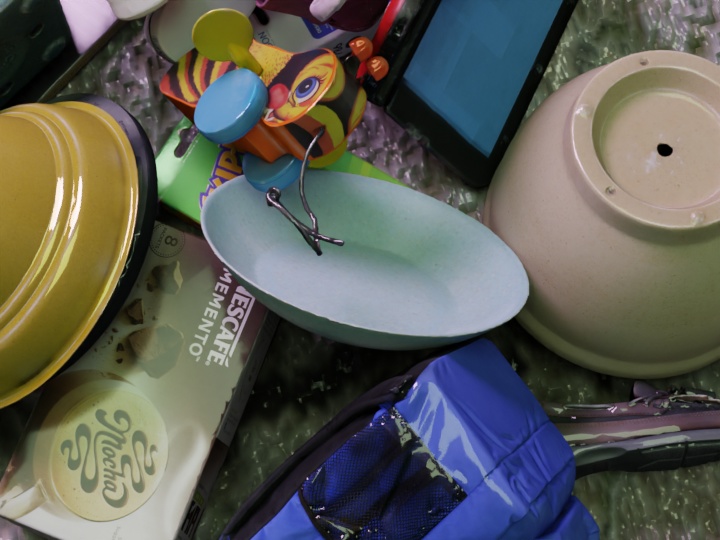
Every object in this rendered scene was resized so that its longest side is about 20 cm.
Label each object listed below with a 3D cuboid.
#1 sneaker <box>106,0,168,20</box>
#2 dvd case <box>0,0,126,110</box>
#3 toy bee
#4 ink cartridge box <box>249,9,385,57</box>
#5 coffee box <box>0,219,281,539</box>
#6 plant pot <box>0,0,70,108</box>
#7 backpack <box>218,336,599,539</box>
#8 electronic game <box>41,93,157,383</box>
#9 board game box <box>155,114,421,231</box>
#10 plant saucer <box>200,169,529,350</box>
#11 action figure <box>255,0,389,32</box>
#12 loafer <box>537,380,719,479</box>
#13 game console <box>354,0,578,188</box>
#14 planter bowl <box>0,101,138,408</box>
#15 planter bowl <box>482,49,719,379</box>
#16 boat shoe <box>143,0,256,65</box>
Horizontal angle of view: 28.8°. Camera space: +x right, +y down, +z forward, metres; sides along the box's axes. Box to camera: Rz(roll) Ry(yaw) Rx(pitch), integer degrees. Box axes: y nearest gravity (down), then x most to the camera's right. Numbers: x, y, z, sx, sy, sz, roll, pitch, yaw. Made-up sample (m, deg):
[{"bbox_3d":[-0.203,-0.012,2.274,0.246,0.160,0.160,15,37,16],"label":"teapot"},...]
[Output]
[{"bbox_3d":[-0.168,-0.264,0.881,0.076,0.147,0.203,-29,34,9],"label":"sneaker"},{"bbox_3d":[-0.241,-0.195,0.980,0.148,0.016,0.200,39,78,11],"label":"dvd case"},{"bbox_3d":[-0.036,-0.096,0.832,0.109,0.131,0.200,-44,63,-1],"label":"toy bee"},{"bbox_3d":[-0.001,-0.214,0.977,0.198,0.039,0.100,-28,76,-9],"label":"ink cartridge box"},{"bbox_3d":[-0.131,0.079,0.869,0.112,0.080,0.202,21,75,5],"label":"coffee box"},{"bbox_3d":[-0.294,-0.192,0.877,0.200,0.196,0.196,43,78,6],"label":"plant pot"},{"bbox_3d":[0.020,0.159,0.789,0.200,0.162,0.169,-40,76,17],"label":"backpack"},{"bbox_3d":[-0.204,-0.018,0.872,0.198,0.042,0.202,-18,58,30],"label":"electronic game"},{"bbox_3d":[-0.040,-0.043,0.933,0.199,0.030,0.096,31,75,5],"label":"board game box"},{"bbox_3d":[0.000,0.000,0.832,0.199,0.201,0.039,17,117,4],"label":"plant saucer"},{"bbox_3d":[-0.002,-0.194,0.838,0.133,0.200,0.150,-35,71,-5],"label":"action figure"},{"bbox_3d":[0.163,0.093,0.876,0.197,0.072,0.064,-8,70,0],"label":"loafer"},{"bbox_3d":[0.090,-0.180,0.889,0.118,0.172,0.202,27,75,-4],"label":"game console"},{"bbox_3d":[-0.229,-0.026,0.811,0.199,0.083,0.203,-18,58,30],"label":"planter bowl"},{"bbox_3d":[0.180,-0.050,0.868,0.197,0.135,0.203,0,66,-1],"label":"planter bowl"},{"bbox_3d":[-0.071,-0.220,0.920,0.072,0.066,0.201,34,90,-31],"label":"boat shoe"}]
